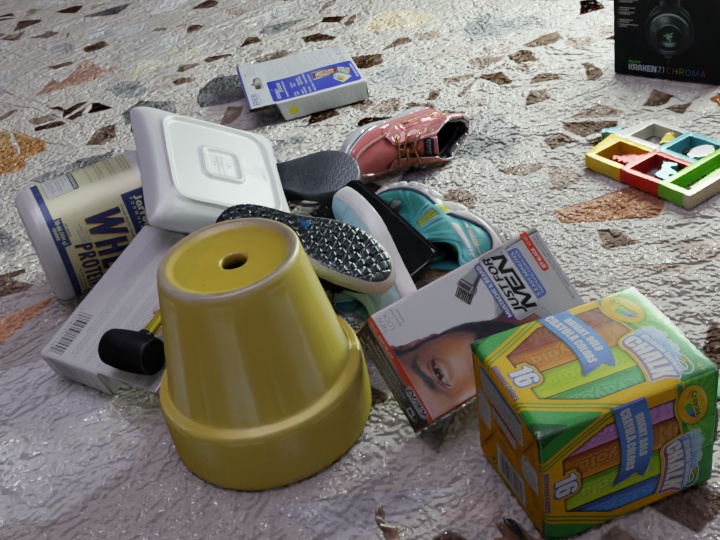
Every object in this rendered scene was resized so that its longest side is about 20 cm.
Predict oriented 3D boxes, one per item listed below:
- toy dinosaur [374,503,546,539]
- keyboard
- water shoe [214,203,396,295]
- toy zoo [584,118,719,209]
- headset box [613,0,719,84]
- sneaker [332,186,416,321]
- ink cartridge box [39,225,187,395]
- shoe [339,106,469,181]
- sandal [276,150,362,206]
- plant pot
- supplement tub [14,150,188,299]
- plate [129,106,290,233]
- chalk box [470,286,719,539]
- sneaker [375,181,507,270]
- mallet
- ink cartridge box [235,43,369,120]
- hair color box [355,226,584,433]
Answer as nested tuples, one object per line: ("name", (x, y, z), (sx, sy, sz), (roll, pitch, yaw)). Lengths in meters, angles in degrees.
("toy dinosaur", (0.070, 0.237, 0.611), (0.135, 0.086, 0.200), (-1, 35, 17))
("keyboard", (-0.004, -0.026, 1.051), (0.127, 0.021, 0.200), (-39, 43, -5))
("water shoe", (-0.055, -0.010, 0.922), (0.199, 0.079, 0.072), (20, 48, 17))
("toy zoo", (0.382, -0.145, 1.145), (0.131, 0.021, 0.200), (-28, 36, -23))
("headset box", (0.473, -0.394, 1.326), (0.173, 0.201, 0.093), (17, 42, 35))
("sneaker", (0.000, 0.000, 0.947), (0.082, 0.074, 0.201), (-23, 62, -10))
("ink cartridge box", (-0.225, 0.046, 0.986), (0.175, 0.045, 0.200), (13, 54, 30))
("shoe", (0.062, -0.174, 1.240), (0.091, 0.072, 0.200), (15, 37, 43))
("sandal", (-0.077, -0.117, 1.206), (0.199, 0.043, 0.076), (0, 55, 35))
("plant pot", (-0.099, 0.064, 0.831), (0.199, 0.190, 0.201), (-7, 33, 5))
("supplement tub", (-0.312, -0.064, 1.125), (0.199, 0.146, 0.145), (-25, 35, -18))
("plate", (-0.175, -0.121, 1.104), (0.199, 0.032, 0.200), (9, 45, -33))
("chalk box", (0.207, 0.107, 0.731), (0.199, 0.125, 0.125), (-19, 34, -11))
("sneaker", (0.078, -0.046, 1.049), (0.080, 0.078, 0.199), (-41, 43, -24))
("mallet", (-0.201, 0.027, 0.943), (0.065, 0.041, 0.201), (2, 45, 26))
("ink cartridge box", (-0.102, -0.321, 1.537), (0.199, 0.047, 0.198), (-16, 35, -4))
("hair color box", (0.110, 0.053, 0.849), (0.199, 0.064, 0.111), (-28, 79, -22))
